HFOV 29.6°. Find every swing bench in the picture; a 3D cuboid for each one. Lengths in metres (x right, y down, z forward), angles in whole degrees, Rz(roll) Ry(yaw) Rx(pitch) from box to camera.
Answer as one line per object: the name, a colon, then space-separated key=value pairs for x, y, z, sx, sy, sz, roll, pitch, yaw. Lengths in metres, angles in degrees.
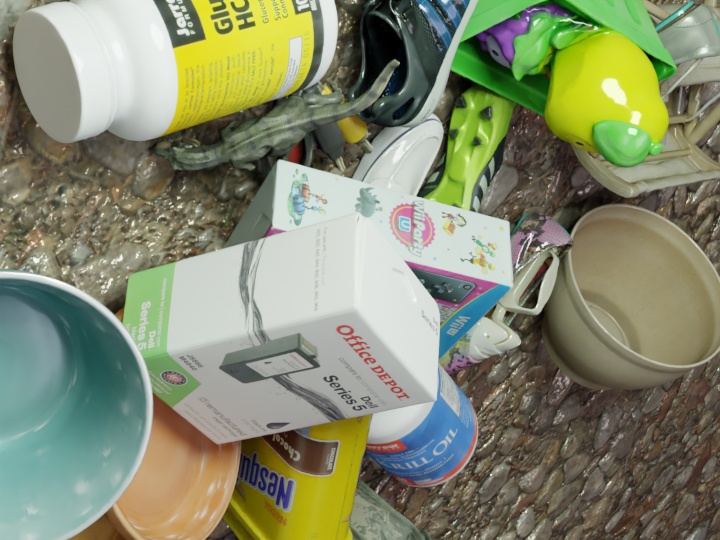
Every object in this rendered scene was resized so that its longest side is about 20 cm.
swing bench: x=0.315 y=-0.191 z=1.366 sx=0.198 sy=0.130 sz=0.201 roll=-10 pitch=131 yaw=-45

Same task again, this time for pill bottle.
pill bottle: x=-0.121 y=-0.152 z=0.903 sx=0.199 sy=0.112 sz=0.113 roll=-24 pitch=135 yaw=-36
pill bottle: x=0.032 y=0.124 z=1.304 sx=0.112 sy=0.112 sz=0.200 roll=-50 pitch=144 yaw=-6

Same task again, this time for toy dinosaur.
toy dinosaur: x=-0.051 y=-0.108 z=1.006 sx=0.199 sy=0.048 sz=0.088 roll=-21 pitch=-178 yaw=16

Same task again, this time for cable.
cable: x=-0.056 y=-0.146 z=1.066 sx=0.097 sy=0.050 sz=0.201 roll=-27 pitch=127 yaw=-8

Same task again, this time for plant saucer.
plant saucer: x=-0.160 y=0.121 z=1.070 sx=0.200 sy=0.037 sz=0.202 roll=28 pitch=58 yaw=-60

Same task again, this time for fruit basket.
fruit basket: x=0.174 y=-0.165 z=1.134 sx=0.215 sy=0.155 sz=0.217 roll=24 pitch=57 yaw=-44

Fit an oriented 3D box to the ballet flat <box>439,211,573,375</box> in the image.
ballet flat: x=0.149 y=0.035 z=1.401 sx=0.201 sy=0.071 sz=0.069 roll=-55 pitch=145 yaw=1

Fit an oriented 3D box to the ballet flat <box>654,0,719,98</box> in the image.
ballet flat: x=0.244 y=-0.175 z=1.252 sx=0.199 sy=0.064 sz=0.067 roll=-28 pitch=-171 yaw=41

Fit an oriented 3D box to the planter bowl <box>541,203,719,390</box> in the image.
planter bowl: x=0.278 y=0.048 z=1.481 sx=0.199 sy=0.201 sz=0.135 roll=-21 pitch=160 yaw=-37

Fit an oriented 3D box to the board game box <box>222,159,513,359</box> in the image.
board game box: x=0.000 y=0.000 z=1.083 sx=0.198 sy=0.065 sz=0.148 roll=12 pitch=146 yaw=-19

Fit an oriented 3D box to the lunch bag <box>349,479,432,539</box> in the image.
lunch bag: x=-0.018 y=0.302 z=1.315 sx=0.117 sy=0.200 sz=0.165 roll=9 pitch=111 yaw=-51

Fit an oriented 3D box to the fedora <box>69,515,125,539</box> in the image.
fedora: x=-0.230 y=0.197 z=1.085 sx=0.200 sy=0.082 sz=0.202 roll=-29 pitch=138 yaw=-30

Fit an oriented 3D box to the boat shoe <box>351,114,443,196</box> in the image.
boat shoe: x=0.016 y=-0.048 z=1.185 sx=0.200 sy=0.066 sz=0.072 roll=-51 pitch=144 yaw=-5

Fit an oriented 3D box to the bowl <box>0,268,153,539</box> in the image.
bowl: x=-0.247 y=0.081 z=0.920 sx=0.199 sy=0.105 sz=0.203 roll=-6 pitch=110 yaw=-17

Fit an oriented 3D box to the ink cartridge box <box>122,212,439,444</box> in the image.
ink cartridge box: x=-0.057 y=0.049 z=1.022 sx=0.146 sy=0.199 sz=0.085 roll=49 pitch=35 yaw=-47

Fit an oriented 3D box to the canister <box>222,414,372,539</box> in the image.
canister: x=-0.056 y=0.147 z=1.191 sx=0.086 sy=0.148 sz=0.201 roll=-9 pitch=123 yaw=-34

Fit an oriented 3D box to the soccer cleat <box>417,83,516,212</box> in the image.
soccer cleat: x=0.093 y=-0.076 z=1.257 sx=0.081 sy=0.067 sz=0.201 roll=-10 pitch=126 yaw=-60

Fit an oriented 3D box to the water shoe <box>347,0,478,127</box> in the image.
water shoe: x=0.045 y=-0.208 z=1.062 sx=0.079 sy=0.071 sz=0.202 roll=-7 pitch=113 yaw=-53
